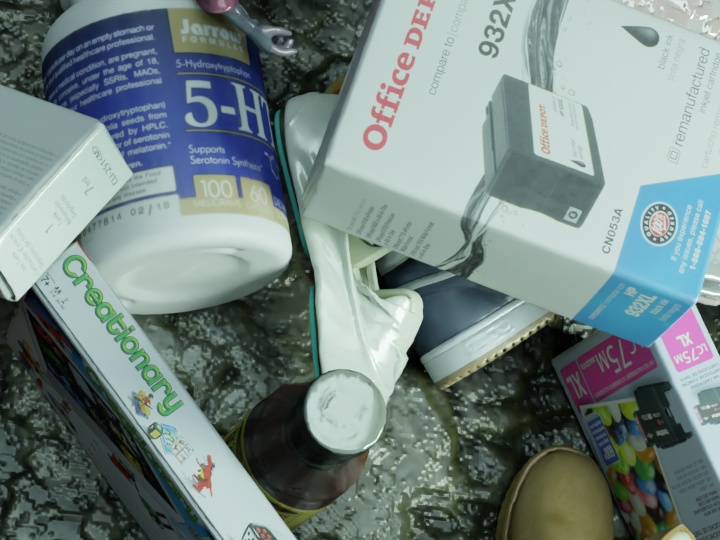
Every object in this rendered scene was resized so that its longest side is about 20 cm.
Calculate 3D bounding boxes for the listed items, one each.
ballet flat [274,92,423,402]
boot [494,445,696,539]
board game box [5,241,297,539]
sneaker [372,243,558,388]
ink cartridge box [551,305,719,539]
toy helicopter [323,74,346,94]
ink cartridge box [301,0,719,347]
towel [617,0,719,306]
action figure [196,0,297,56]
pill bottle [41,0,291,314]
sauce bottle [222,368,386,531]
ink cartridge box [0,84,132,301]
[{"bbox_3d":[0.000,0.000,1.073,0.069,0.069,0.201,-7,84,-18],"label":"ballet flat"},{"bbox_3d":[0.127,0.158,1.031,0.066,0.200,0.176,14,70,-11],"label":"boot"},{"bbox_3d":[-0.107,0.090,1.026,0.035,0.126,0.200,-35,86,-22],"label":"board game box"},{"bbox_3d":[0.097,-0.029,1.144,0.199,0.070,0.109,-32,86,-19],"label":"sneaker"},{"bbox_3d":[0.182,0.119,1.103,0.042,0.119,0.201,-22,81,-24],"label":"ink cartridge box"},{"bbox_3d":[0.076,-0.109,1.160,0.199,0.079,0.133,-18,53,-4],"label":"toy helicopter"},{"bbox_3d":[0.087,-0.069,1.030,0.199,0.084,0.146,21,71,-3],"label":"ink cartridge box"},{"bbox_3d":[0.202,-0.073,1.125,0.199,0.032,0.192,10,72,-16],"label":"towel"},{"bbox_3d":[-0.044,-0.201,1.025,0.149,0.134,0.200,50,25,-1],"label":"action figure"},{"bbox_3d":[-0.109,-0.088,1.082,0.119,0.120,0.201,-5,71,-17],"label":"pill bottle"},{"bbox_3d":[-0.033,0.090,1.007,0.066,0.200,0.066,4,71,-13],"label":"sauce bottle"},{"bbox_3d":[-0.239,-0.027,1.004,0.199,0.044,0.174,21,62,38],"label":"ink cartridge box"}]
